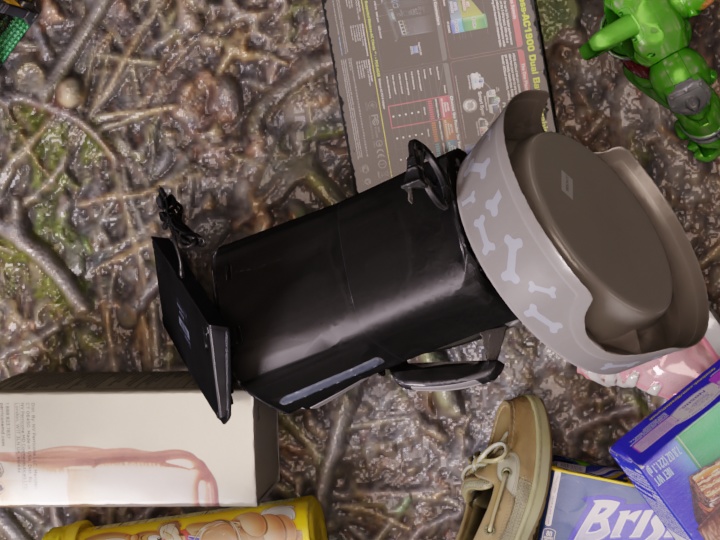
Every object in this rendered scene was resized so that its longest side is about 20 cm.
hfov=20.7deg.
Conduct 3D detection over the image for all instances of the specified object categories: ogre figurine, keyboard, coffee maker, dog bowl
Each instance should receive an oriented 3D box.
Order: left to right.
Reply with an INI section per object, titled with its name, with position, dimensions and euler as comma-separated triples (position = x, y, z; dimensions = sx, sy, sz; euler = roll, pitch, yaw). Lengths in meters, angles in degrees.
[keyboard]
position = -0.117, 0.015, 1.370
dimensions = 0.021, 0.200, 0.127
euler = -11, 111, -15
[coffee maker]
position = 0.000, 0.000, 1.347
dimensions = 0.200, 0.135, 0.192
euler = -22, 127, 21
[dog bowl]
position = 0.142, -0.021, 1.291
dimensions = 0.059, 0.200, 0.200
euler = -38, 88, 29
[ogre figurine]
position = 0.198, -0.169, 1.360
dimensions = 0.098, 0.120, 0.200
euler = -9, 92, 8

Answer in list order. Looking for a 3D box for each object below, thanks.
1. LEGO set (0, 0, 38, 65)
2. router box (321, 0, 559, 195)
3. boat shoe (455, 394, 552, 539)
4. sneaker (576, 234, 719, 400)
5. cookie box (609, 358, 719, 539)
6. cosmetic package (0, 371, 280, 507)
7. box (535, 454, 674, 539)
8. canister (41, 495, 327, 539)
[LEGO set]
position = -0.284, -0.236, 1.419
dimensions = 0.200, 0.116, 0.154
euler = -44, 87, 7
[router box]
position = 0.058, -0.148, 1.408
dimensions = 0.150, 0.062, 0.200
euler = -9, 91, 8
[boat shoe]
position = 0.087, 0.177, 1.385
dimensions = 0.063, 0.073, 0.201
euler = 17, 71, -10
[sneaker]
position = 0.217, 0.071, 1.393
dimensions = 0.105, 0.075, 0.200
euler = -35, 84, 8
[cookie box]
position = 0.296, 0.149, 1.314
dimensions = 0.171, 0.075, 0.200
euler = -38, 100, -3
[cosmetic package]
position = -0.164, 0.121, 1.430
dimensions = 0.200, 0.103, 0.087
euler = -1, 94, 9
[box]
position = 0.226, 0.186, 1.402
dimensions = 0.200, 0.064, 0.070
euler = 11, 94, 7
[canister]
position = -0.120, 0.246, 1.439
dimensions = 0.200, 0.087, 0.149
euler = -9, 92, 6
